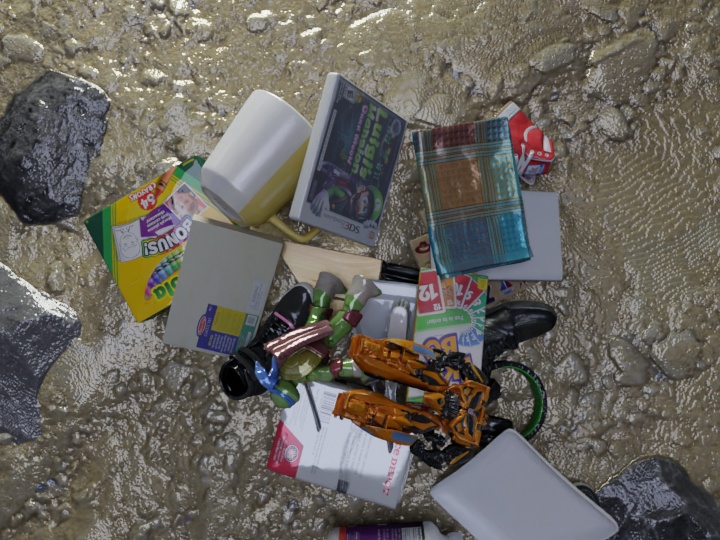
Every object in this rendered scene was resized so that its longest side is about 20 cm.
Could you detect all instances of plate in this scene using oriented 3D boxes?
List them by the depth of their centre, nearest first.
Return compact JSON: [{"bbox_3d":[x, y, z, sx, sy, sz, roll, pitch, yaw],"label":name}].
[{"bbox_3d":[0.229,0.335,0.932,0.200,0.032,0.200,42,125,5],"label":"plate"}]

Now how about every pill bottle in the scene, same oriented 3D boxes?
[{"bbox_3d":[0.051,0.425,0.937,0.197,0.112,0.114,-4,89,1],"label":"pill bottle"}]

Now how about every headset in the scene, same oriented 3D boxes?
[{"bbox_3d":[0.184,0.207,0.946,0.197,0.094,0.125,-18,88,-10],"label":"headset"}]

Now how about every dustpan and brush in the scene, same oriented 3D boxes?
[{"bbox_3d":[0.048,0.120,0.908,0.137,0.057,0.203,7,94,2],"label":"dustpan and brush"}]

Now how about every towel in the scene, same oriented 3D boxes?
[{"bbox_3d":[0.153,-0.098,0.876,0.145,0.022,0.203,-12,95,-15],"label":"towel"}]

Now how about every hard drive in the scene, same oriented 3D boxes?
[{"bbox_3d":[0.198,-0.052,0.952,0.197,0.025,0.134,1,82,-13],"label":"hard drive"}]

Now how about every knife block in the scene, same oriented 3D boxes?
[{"bbox_3d":[0.000,0.000,0.970,0.175,0.064,0.201,-34,88,0],"label":"knife block"}]

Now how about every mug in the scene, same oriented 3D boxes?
[{"bbox_3d":[-0.130,-0.136,0.912,0.186,0.150,0.154,35,76,18],"label":"mug"}]

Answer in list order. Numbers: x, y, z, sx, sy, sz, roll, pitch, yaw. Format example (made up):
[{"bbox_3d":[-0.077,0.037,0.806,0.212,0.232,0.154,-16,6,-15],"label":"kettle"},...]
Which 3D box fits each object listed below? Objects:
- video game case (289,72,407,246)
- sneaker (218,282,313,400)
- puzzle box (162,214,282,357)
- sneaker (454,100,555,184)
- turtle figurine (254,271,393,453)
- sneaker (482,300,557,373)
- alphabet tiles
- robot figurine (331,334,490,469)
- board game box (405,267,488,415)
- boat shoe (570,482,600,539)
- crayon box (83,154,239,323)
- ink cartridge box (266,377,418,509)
[{"bbox_3d":[-0.011,-0.149,0.925,0.023,0.181,0.203,15,89,37],"label":"video game case"},{"bbox_3d":[-0.132,0.109,0.926,0.070,0.099,0.201,37,108,16],"label":"sneaker"},{"bbox_3d":[-0.203,0.030,0.945,0.131,0.025,0.202,15,110,-15],"label":"puzzle box"},{"bbox_3d":[0.204,-0.151,0.933,0.112,0.071,0.200,41,65,5],"label":"sneaker"},{"bbox_3d":[-0.035,0.114,0.868,0.198,0.144,0.196,30,68,-13],"label":"turtle figurine"},{"bbox_3d":[0.187,0.110,0.924,0.197,0.077,0.115,-12,44,10],"label":"sneaker"},{"bbox_3d":[0.175,-0.032,0.963,0.198,0.008,0.169,-23,89,-17],"label":"alphabet tiles"},{"bbox_3d":[0.072,0.156,0.786,0.198,0.058,0.147,19,74,-13],"label":"robot figurine"},{"bbox_3d":[0.116,0.100,0.869,0.094,0.030,0.203,7,75,3],"label":"board game box"},{"bbox_3d":[0.330,0.419,0.953,0.074,0.062,0.203,3,89,3],"label":"boat shoe"},{"bbox_3d":[-0.284,-0.046,0.981,0.198,0.058,0.174,-30,88,1],"label":"crayon box"},{"bbox_3d":[-0.021,0.241,0.956,0.197,0.083,0.147,16,89,2],"label":"ink cartridge box"}]
